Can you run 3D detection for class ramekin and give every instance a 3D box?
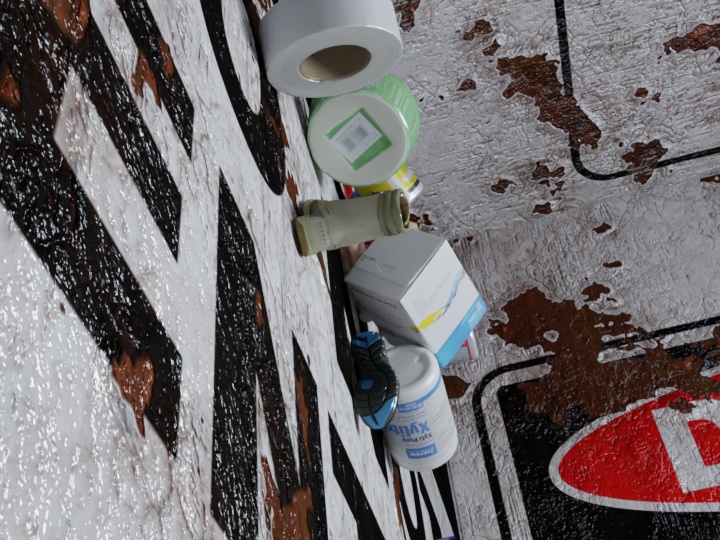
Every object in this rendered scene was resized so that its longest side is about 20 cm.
[{"bbox_3d":[0.001,-0.243,1.642,0.098,0.199,0.201,-76,153,-60],"label":"ramekin"}]

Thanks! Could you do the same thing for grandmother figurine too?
[{"bbox_3d":[0.000,0.000,1.744,0.121,0.060,0.201,-39,122,-53],"label":"grandmother figurine"}]

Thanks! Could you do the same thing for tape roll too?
[{"bbox_3d":[-0.043,-0.323,1.348,0.202,0.201,0.071,55,22,-75],"label":"tape roll"}]

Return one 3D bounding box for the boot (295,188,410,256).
[{"bbox_3d":[-0.006,-0.075,1.341,0.200,0.154,0.072,-75,151,-78],"label":"boot"}]

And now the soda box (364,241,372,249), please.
[{"bbox_3d":[0.008,-0.077,1.931,0.200,0.064,0.068,-90,165,-64],"label":"soda box"}]

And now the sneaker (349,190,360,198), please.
[{"bbox_3d":[0.025,-0.087,2.079,0.083,0.070,0.200,-79,153,-71],"label":"sneaker"}]

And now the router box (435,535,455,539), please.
[{"bbox_3d":[0.225,0.739,2.188,0.149,0.051,0.201,-95,170,-65],"label":"router box"}]

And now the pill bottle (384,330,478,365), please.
[{"bbox_3d":[0.148,0.160,2.055,0.109,0.199,0.109,-14,90,-85],"label":"pill bottle"}]

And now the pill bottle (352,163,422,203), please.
[{"bbox_3d":[0.023,-0.207,1.902,0.200,0.111,0.111,49,12,-11],"label":"pill bottle"}]

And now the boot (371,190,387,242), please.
[{"bbox_3d":[0.073,-0.071,1.842,0.200,0.072,0.167,-2,86,-72],"label":"boot"}]

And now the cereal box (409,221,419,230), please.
[{"bbox_3d":[0.079,0.005,2.061,0.144,0.039,0.201,59,52,-70],"label":"cereal box"}]

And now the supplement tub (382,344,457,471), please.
[{"bbox_3d":[0.093,0.243,1.678,0.132,0.131,0.201,-95,169,-54],"label":"supplement tub"}]

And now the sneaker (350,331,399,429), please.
[{"bbox_3d":[0.029,0.183,1.489,0.200,0.073,0.082,-94,170,-55],"label":"sneaker"}]

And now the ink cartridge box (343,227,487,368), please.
[{"bbox_3d":[0.100,0.042,1.694,0.146,0.146,0.200,21,-25,44],"label":"ink cartridge box"}]
